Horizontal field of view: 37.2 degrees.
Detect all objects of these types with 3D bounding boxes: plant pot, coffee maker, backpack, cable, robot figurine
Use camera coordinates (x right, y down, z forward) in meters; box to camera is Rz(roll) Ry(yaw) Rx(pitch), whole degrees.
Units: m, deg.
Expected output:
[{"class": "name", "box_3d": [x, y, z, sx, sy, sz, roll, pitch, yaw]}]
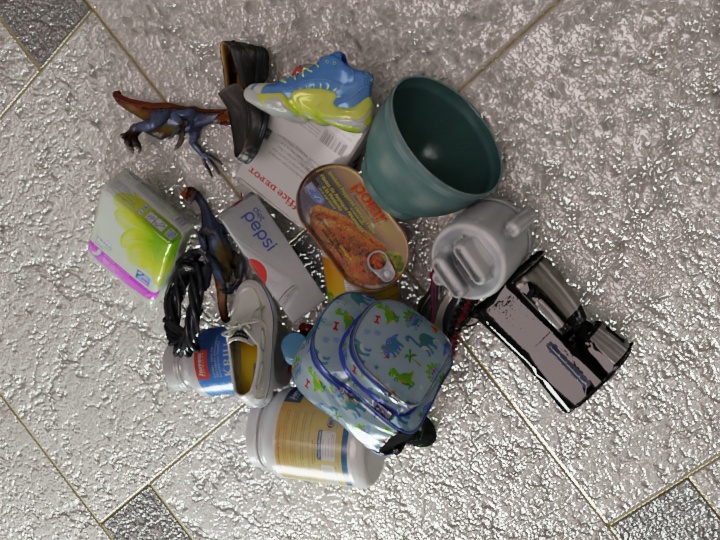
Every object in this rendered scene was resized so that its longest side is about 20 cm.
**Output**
[{"class": "plant pot", "box_3d": [0.084, -0.156, 1.519, 0.201, 0.200, 0.134, 52, 130, 2]}, {"class": "coffee maker", "box_3d": [0.260, 0.103, 1.547, 0.200, 0.135, 0.192, 48, 124, 4]}, {"class": "backpack", "box_3d": [0.019, 0.127, 1.496, 0.199, 0.183, 0.147, 34, 138, 2]}, {"class": "cable", "box_3d": [-0.273, 0.058, 1.693, 0.200, 0.050, 0.165, 150, 121, -63]}, {"class": "robot figurine", "box_3d": [0.172, -0.034, 1.496, 0.169, 0.200, 0.113, -30, 96, 34]}]

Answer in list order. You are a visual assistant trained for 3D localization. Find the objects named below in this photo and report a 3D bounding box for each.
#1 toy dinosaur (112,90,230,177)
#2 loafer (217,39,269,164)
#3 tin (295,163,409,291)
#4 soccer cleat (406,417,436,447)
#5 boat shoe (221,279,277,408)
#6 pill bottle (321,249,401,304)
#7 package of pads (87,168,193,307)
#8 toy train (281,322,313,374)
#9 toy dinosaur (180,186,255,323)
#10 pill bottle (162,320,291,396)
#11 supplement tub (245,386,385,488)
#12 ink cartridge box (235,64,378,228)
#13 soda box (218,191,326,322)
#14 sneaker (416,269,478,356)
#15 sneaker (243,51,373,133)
[{"class": "toy dinosaur", "box_3d": [-0.287, -0.242, 1.682, 0.180, 0.105, 0.202, -25, 82, 5]}, {"class": "loafer", "box_3d": [-0.182, -0.253, 1.599, 0.073, 0.072, 0.202, -35, 50, 46]}, {"class": "tin", "box_3d": [-0.011, -0.062, 1.545, 0.112, 0.042, 0.201, -37, 88, 0]}, {"class": "soccer cleat", "box_3d": [0.057, 0.238, 1.628, 0.067, 0.082, 0.200, -22, 140, 22]}, {"class": "boat shoe", "box_3d": [-0.176, 0.102, 1.623, 0.074, 0.086, 0.204, -8, 68, 19]}, {"class": "pill bottle", "box_3d": [0.000, 0.000, 1.623, 0.110, 0.111, 0.202, -4, 102, 21]}, {"class": "package of pads", "box_3d": [-0.361, -0.053, 1.732, 0.154, 0.068, 0.200, 40, 141, 7]}, {"class": "toy train", "box_3d": [-0.026, 0.140, 1.656, 0.198, 0.116, 0.086, 14, 85, 7]}, {"class": "toy dinosaur", "box_3d": [-0.245, -0.039, 1.724, 0.182, 0.105, 0.200, 54, 126, 21]}, {"class": "pill bottle", "box_3d": [-0.217, 0.146, 1.741, 0.198, 0.112, 0.113, -10, 100, 22]}, {"class": "supplement tub", "box_3d": [-0.067, 0.262, 1.696, 0.198, 0.145, 0.146, 4, 105, 19]}, {"class": "ink cartridge box", "box_3d": [-0.074, -0.188, 1.620, 0.146, 0.083, 0.201, 38, 112, 9]}, {"class": "soda box", "box_3d": [-0.137, -0.021, 1.661, 0.068, 0.063, 0.201, -34, 104, -5]}, {"class": "sneaker", "box_3d": [0.112, 0.091, 1.629, 0.074, 0.080, 0.201, 32, 106, 28]}, {"class": "sneaker", "box_3d": [-0.066, -0.263, 1.527, 0.198, 0.076, 0.106, 16, 88, 16]}]
